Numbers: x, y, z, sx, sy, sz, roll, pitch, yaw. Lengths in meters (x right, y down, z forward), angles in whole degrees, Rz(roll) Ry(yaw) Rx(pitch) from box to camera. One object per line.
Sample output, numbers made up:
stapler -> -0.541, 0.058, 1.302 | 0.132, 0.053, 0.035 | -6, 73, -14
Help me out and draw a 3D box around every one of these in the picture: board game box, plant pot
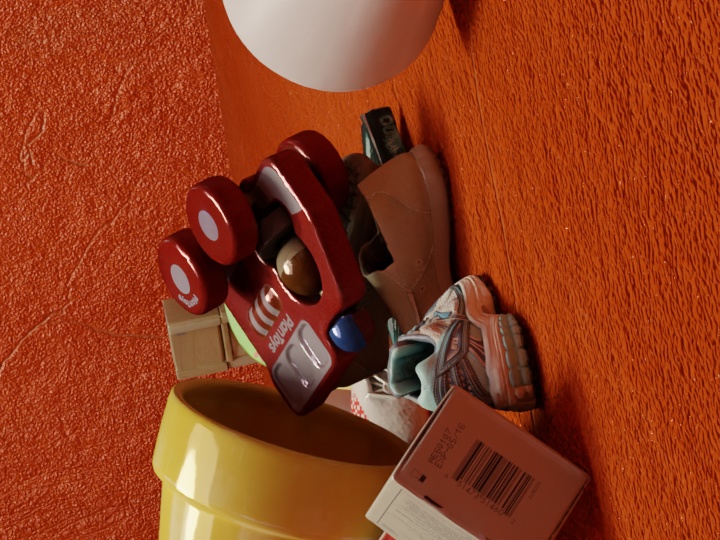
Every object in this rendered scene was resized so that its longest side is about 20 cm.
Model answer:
board game box -> 0.032, -0.018, 1.740 | 0.200, 0.028, 0.136 | 88, 167, -53
plant pot -> -0.076, 0.204, 1.655 | 0.201, 0.200, 0.190 | -127, 54, -74

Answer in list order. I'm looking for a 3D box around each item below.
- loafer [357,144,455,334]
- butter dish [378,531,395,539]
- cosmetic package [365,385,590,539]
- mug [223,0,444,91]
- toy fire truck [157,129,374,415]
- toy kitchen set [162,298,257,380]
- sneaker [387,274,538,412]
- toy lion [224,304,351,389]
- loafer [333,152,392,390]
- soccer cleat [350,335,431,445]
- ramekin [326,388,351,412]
loafer -> 0.034, 0.002, 1.597 | 0.076, 0.068, 0.201 | -112, 14, -65
butter dish -> 0.056, 0.274, 1.571 | 0.148, 0.200, 0.200 | 33, 170, 9
cosmetic package -> 0.070, 0.144, 1.345 | 0.103, 0.073, 0.200 | 34, 167, 3
mug -> -0.009, -0.223, 1.333 | 0.153, 0.149, 0.187 | 133, 119, -72
toy fire truck -> -0.052, 0.004, 1.599 | 0.168, 0.112, 0.200 | 54, 148, 12
toy kitchen set -> -0.091, 0.058, 2.148 | 0.181, 0.199, 0.164 | -110, 11, -51
sneaker -> 0.056, 0.052, 1.438 | 0.200, 0.086, 0.078 | -145, 45, -80
toy lion -> -0.051, 0.054, 2.056 | 0.200, 0.069, 0.192 | 6, 109, 41
loafer -> 0.000, 0.000, 1.669 | 0.076, 0.067, 0.201 | -127, 40, -52
soccer cleat -> 0.017, 0.075, 1.869 | 0.200, 0.068, 0.085 | -102, 1, -50
ramekin -> -0.030, 0.181, 1.908 | 0.201, 0.200, 0.098 | -119, 27, -68
